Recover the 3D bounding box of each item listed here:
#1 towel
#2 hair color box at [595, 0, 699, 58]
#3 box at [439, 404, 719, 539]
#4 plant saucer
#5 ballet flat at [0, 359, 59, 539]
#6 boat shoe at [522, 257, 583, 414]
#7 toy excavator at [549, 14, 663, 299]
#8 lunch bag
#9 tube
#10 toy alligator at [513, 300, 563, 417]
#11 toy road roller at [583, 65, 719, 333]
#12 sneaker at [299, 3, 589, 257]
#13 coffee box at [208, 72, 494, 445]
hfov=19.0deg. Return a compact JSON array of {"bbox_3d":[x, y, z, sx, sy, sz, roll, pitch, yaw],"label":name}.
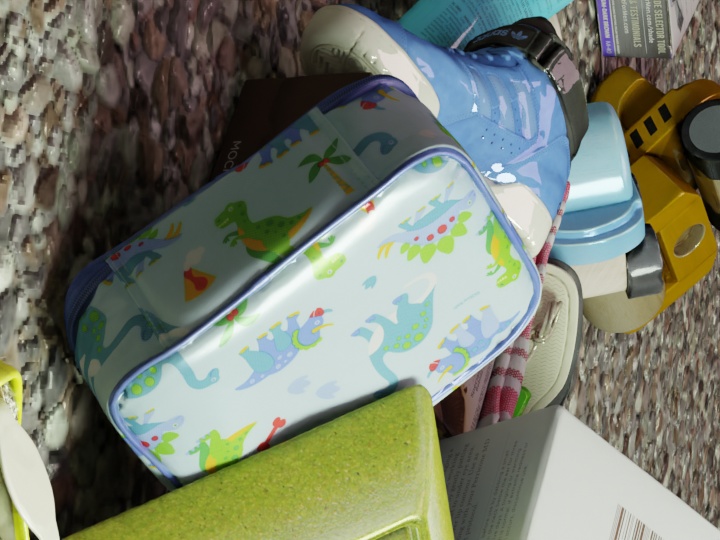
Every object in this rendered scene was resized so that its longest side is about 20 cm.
[{"bbox_3d":[0.067,0.052,1.274,0.146,0.030,0.201,-47,-160,49],"label":"towel"},{"bbox_3d":[0.242,-0.267,1.738,0.200,0.065,0.110,-61,147,-50],"label":"hair color box"},{"bbox_3d":[0.076,0.174,1.157,0.152,0.200,0.107,37,53,-26],"label":"box"},{"bbox_3d":[-0.033,0.177,0.987,0.199,0.048,0.200,-22,126,-17],"label":"plant saucer"},{"bbox_3d":[-0.146,0.121,0.843,0.067,0.067,0.201,-43,132,-59],"label":"ballet flat"},{"bbox_3d":[0.103,0.071,1.405,0.068,0.072,0.201,-49,156,-53],"label":"boat shoe"},{"bbox_3d":[0.132,-0.099,1.423,0.195,0.099,0.201,-102,-176,-55],"label":"toy excavator"},{"bbox_3d":[-0.024,0.021,0.976,0.200,0.083,0.161,-38,138,-1],"label":"lunch bag"},{"bbox_3d":[0.061,-0.142,1.238,0.200,0.050,0.078,-43,130,-29],"label":"tube"},{"bbox_3d":[0.068,0.104,1.344,0.059,0.054,0.201,-2,112,-76],"label":"toy alligator"},{"bbox_3d":[0.217,-0.066,1.671,0.200,0.146,0.123,-42,146,-6],"label":"toy road roller"},{"bbox_3d":[0.052,-0.104,1.153,0.200,0.077,0.112,42,64,-34],"label":"sneaker"},{"bbox_3d":[0.000,0.000,1.131,0.200,0.080,0.113,51,48,-48],"label":"coffee box"}]
